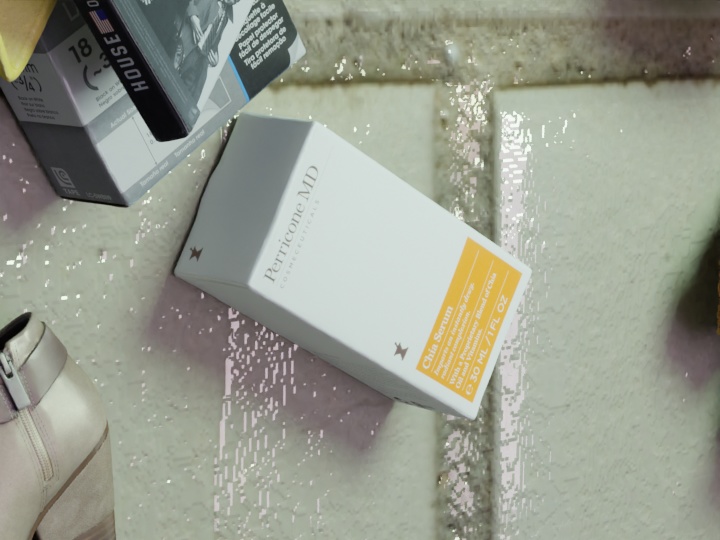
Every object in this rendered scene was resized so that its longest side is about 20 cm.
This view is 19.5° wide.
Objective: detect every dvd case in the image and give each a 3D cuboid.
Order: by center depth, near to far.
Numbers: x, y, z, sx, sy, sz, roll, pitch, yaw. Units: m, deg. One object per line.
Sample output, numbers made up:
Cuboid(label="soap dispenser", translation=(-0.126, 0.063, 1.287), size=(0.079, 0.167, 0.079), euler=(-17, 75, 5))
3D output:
Cuboid(label="dvd case", translation=(-0.091, -0.183, 0.995), size=(0.151, 0.025, 0.201), euler=(61, 33, -35))

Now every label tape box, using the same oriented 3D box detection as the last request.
Cuboid(label="label tape box", translation=(-0.129, -0.155, 1.061), size=(0.144, 0.063, 0.201), euler=(-44, 124, -29))

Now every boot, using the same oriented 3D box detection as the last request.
Cuboid(label="boot", translation=(-0.207, 0.118, 1.040), size=(0.199, 0.070, 0.147), euler=(-33, 111, -35))

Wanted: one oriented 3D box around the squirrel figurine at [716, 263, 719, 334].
Cuboid(label="squirrel figurine", translation=(0.311, 0.035, 1.460), size=(0.199, 0.141, 0.188), euler=(32, 85, -26))

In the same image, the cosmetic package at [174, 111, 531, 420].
Cuboid(label="cosmetic package", translation=(0.000, 0.000, 1.199), size=(0.199, 0.071, 0.102), euler=(31, 76, -40))

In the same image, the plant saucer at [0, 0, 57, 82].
Cuboid(label="plant saucer", translation=(-0.163, -0.222, 0.923), size=(0.201, 0.048, 0.201), euler=(81, 20, -49))
